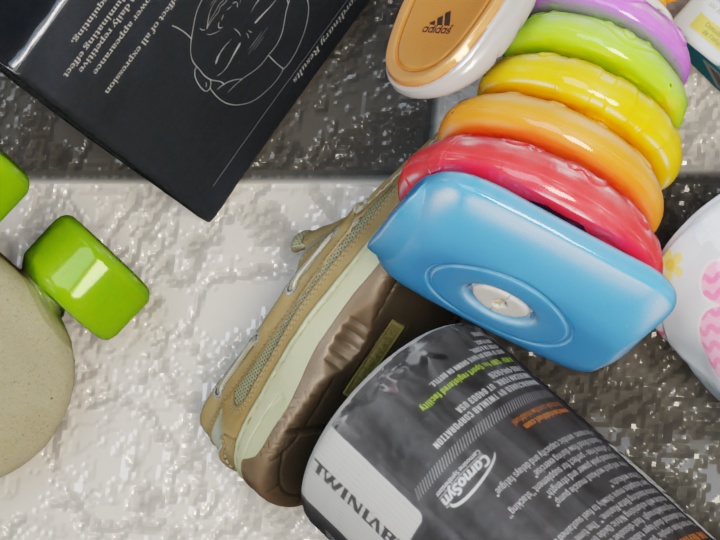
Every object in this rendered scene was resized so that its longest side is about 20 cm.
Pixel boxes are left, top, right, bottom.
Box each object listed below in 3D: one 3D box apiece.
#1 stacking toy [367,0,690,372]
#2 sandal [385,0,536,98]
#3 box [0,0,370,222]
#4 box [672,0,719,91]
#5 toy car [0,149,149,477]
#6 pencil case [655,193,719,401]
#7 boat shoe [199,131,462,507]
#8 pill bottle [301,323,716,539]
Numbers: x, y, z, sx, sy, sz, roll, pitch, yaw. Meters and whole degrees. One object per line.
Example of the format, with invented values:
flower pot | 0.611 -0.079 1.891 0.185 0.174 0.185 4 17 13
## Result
stacking toy | 0.092 -0.072 0.964 0.109 0.116 0.201 27 71 -5
sandal | 0.059 -0.165 0.954 0.079 0.059 0.207 9 66 46
box | -0.094 -0.133 1.034 0.107 0.200 0.149 35 87 26
box | 0.225 -0.143 1.006 0.200 0.049 0.082 -47 65 1
toy car | -0.221 0.000 1.102 0.164 0.158 0.200 -47 36 -2
pencil case | 0.196 0.052 0.940 0.091 0.083 0.200 -43 65 10
boat shoe | 0.000 0.000 1.038 0.200 0.072 0.076 -50 49 -2
pill bottle | 0.078 0.120 0.949 0.200 0.106 0.106 42 91 25
